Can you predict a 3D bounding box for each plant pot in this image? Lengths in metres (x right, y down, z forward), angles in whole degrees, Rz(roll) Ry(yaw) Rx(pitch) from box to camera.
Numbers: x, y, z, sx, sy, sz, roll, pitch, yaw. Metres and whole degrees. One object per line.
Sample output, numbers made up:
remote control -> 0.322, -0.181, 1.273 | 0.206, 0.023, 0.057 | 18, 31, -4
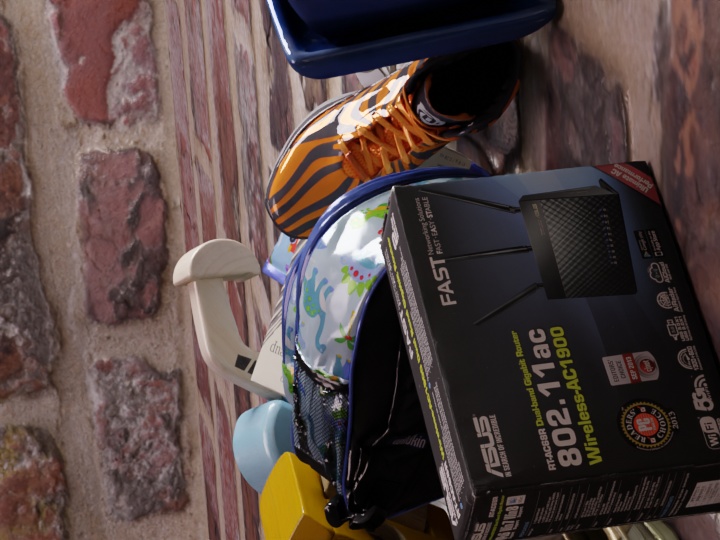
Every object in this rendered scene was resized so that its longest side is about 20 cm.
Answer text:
plant pot -> 0.017, -0.241, 1.320 | 0.200, 0.199, 0.180 | -110, 9, -47

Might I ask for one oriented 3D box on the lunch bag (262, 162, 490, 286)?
lunch bag -> 0.029, -0.024, 1.577 | 0.151, 0.094, 0.200 | -64, 28, 5

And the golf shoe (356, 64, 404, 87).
golf shoe -> 0.038, -0.152, 1.557 | 0.200, 0.077, 0.095 | 107, 153, -68

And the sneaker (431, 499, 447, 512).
sneaker -> 0.048, 0.215, 1.593 | 0.088, 0.081, 0.200 | -60, 17, -20

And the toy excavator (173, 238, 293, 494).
toy excavator -> -0.058, 0.094, 1.576 | 0.100, 0.199, 0.196 | -22, 51, 60

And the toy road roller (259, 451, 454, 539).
toy road roller -> -0.013, 0.227, 1.404 | 0.146, 0.122, 0.200 | -60, 21, 22

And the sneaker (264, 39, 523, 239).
sneaker -> 0.021, -0.094, 1.381 | 0.078, 0.200, 0.112 | 49, 178, -6

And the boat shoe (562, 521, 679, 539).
boat shoe -> 0.144, 0.163, 1.244 | 0.201, 0.063, 0.073 | -108, 15, -45

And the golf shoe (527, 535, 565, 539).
golf shoe -> 0.123, 0.193, 1.387 | 0.201, 0.075, 0.092 | 83, 164, -49

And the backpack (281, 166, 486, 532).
backpack -> 0.036, 0.034, 1.373 | 0.147, 0.182, 0.201 | 42, 137, 46

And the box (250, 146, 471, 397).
box -> 0.000, 0.000, 1.489 | 0.082, 0.068, 0.201 | 17, 89, 50

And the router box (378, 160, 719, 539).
router box -> 0.104, 0.041, 1.146 | 0.062, 0.149, 0.201 | 100, 159, -55
